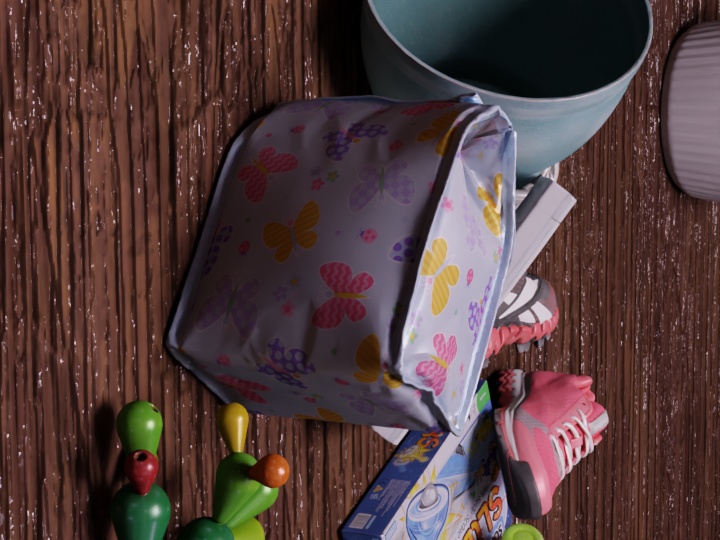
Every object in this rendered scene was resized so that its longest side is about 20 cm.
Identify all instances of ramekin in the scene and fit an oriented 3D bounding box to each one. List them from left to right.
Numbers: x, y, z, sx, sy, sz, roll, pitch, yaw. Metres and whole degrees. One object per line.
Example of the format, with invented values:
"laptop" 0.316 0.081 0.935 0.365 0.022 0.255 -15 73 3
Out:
"ramekin" 0.369 -0.159 1.993 0.202 0.093 0.205 -13 104 -61

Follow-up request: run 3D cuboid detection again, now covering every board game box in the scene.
"board game box" 0.053 0.190 1.490 0.200 0.034 0.136 -51 136 -49

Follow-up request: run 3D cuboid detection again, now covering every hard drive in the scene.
"hard drive" 0.075 0.024 1.362 0.201 0.027 0.132 -53 180 4

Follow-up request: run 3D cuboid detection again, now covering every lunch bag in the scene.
"lunch bag" 0.000 -0.012 1.217 0.127 0.168 0.202 45 53 -53

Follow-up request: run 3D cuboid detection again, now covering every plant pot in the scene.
"plant pot" 0.089 -0.139 1.379 0.135 0.199 0.201 104 13 -46

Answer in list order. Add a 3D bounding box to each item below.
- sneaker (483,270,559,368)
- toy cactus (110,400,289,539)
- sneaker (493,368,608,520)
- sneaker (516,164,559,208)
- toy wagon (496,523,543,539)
"sneaker" 0.100 0.014 1.518 0.200 0.070 0.099 -14 108 -60
"toy cactus" -0.095 0.177 1.133 0.165 0.102 0.201 -43 123 -29
"sneaker" 0.150 0.123 1.551 0.200 0.086 0.074 -80 159 -68
"sneaker" 0.119 -0.076 1.538 0.200 0.080 0.076 -4 95 -64
"toy wagon" 0.087 0.290 1.519 0.200 0.039 0.156 -52 159 -44
